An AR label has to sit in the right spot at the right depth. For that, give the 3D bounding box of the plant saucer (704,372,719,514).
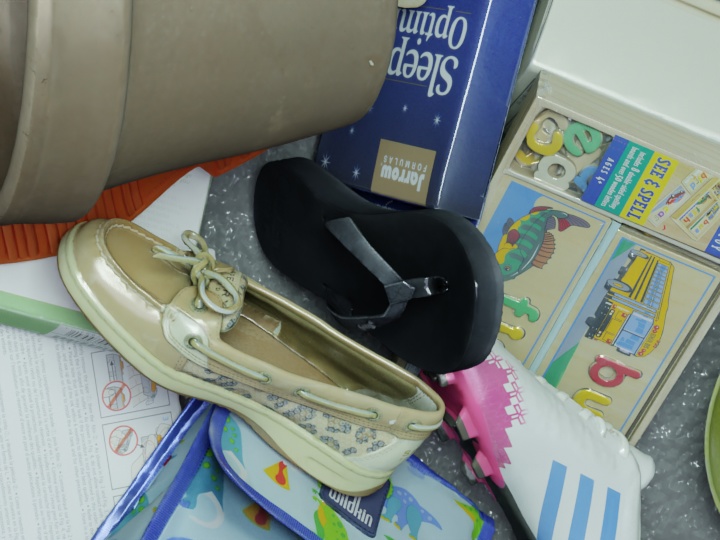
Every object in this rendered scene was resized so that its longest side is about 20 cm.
[{"bbox_3d":[0.267,0.071,1.274,0.199,0.031,0.201,-4,114,-9],"label":"plant saucer"}]

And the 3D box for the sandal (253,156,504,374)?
[{"bbox_3d":[0.000,0.001,1.191,0.043,0.200,0.077,-11,110,-32],"label":"sandal"}]

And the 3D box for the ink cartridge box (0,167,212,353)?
[{"bbox_3d":[-0.142,-0.070,1.230,0.145,0.048,0.201,15,77,-17],"label":"ink cartridge box"}]

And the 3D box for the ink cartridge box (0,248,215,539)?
[{"bbox_3d":[-0.162,0.081,1.262,0.199,0.050,0.162,-10,94,-23],"label":"ink cartridge box"}]

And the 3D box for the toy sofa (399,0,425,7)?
[{"bbox_3d":[-0.054,-0.192,1.185,0.199,0.098,0.083,3,49,2],"label":"toy sofa"}]

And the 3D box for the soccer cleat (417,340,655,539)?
[{"bbox_3d":[0.094,0.089,1.242,0.086,0.070,0.201,-31,109,-10],"label":"soccer cleat"}]

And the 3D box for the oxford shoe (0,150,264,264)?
[{"bbox_3d":[-0.124,-0.065,1.188,0.199,0.071,0.073,-25,66,-18],"label":"oxford shoe"}]

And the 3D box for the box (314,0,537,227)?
[{"bbox_3d":[0.033,-0.100,1.223,0.032,0.121,0.201,12,93,-32],"label":"box"}]

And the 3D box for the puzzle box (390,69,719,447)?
[{"bbox_3d":[0.108,0.008,1.228,0.132,0.025,0.201,22,127,-6],"label":"puzzle box"}]

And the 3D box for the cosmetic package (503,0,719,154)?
[{"bbox_3d":[0.171,-0.080,1.239,0.199,0.104,0.073,21,74,-7],"label":"cosmetic package"}]

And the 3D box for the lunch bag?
[{"bbox_3d":[-0.040,0.155,1.227,0.170,0.127,0.201,39,63,-13],"label":"lunch bag"}]

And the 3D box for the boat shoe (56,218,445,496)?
[{"bbox_3d":[-0.051,0.029,1.180,0.199,0.074,0.063,33,125,-21],"label":"boat shoe"}]

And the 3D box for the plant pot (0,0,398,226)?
[{"bbox_3d":[-0.083,-0.122,1.089,0.174,0.200,0.202,-2,94,-21],"label":"plant pot"}]
